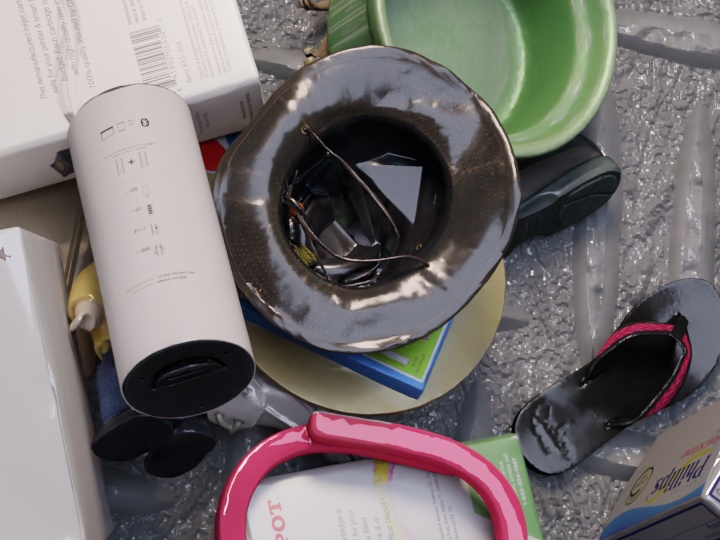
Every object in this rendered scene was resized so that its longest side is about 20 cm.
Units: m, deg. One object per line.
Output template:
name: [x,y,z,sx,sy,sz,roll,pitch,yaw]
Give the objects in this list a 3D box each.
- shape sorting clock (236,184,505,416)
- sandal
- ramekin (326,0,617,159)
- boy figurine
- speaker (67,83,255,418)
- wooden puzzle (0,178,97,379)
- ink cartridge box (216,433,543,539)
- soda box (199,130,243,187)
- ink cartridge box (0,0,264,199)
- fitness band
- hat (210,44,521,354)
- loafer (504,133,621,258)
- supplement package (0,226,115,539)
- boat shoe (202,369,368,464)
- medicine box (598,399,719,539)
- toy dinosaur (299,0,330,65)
shape sorting clock: [0.000,0.000,1.265,0.198,0.039,0.202,3,74,-10]
sandal: [0.194,0.075,1.354,0.200,0.045,0.075,-37,85,-22]
ramekin: [0.073,-0.168,1.333,0.199,0.098,0.202,6,78,-29]
boy figurine: [-0.129,0.032,1.202,0.124,0.064,0.201,25,44,-32]
speaker: [-0.121,-0.013,1.138,0.081,0.081,0.201,-6,54,-16]
wooden puzzle: [-0.261,-0.031,1.277,0.199,0.037,0.186,14,70,-15]
ink cartridge box: [0.017,0.200,1.247,0.199,0.088,0.146,-8,74,-18]
soda box: [-0.112,-0.107,1.319,0.064,0.068,0.201,-6,74,-15]
ink cartridge box: [-0.177,-0.147,1.247,0.199,0.084,0.146,-16,74,-4]
fitness band: [0.007,0.169,1.192,0.199,0.037,0.145,12,72,-8]
hat: [0.004,-0.037,1.215,0.199,0.081,0.202,1,76,-2]
loafer: [0.093,-0.046,1.363,0.199,0.072,0.063,-23,60,-24]
supplement package: [-0.240,0.085,1.121,0.146,0.200,0.193,-12,89,-3]
boat shoe: [-0.083,0.075,1.272,0.200,0.071,0.070,41,76,3]
medicine box: [0.290,0.186,1.271,0.200,0.182,0.103,37,67,-2]
toy dinosaur: [0.023,-0.191,1.399,0.199,0.058,0.102,-19,90,-31]
